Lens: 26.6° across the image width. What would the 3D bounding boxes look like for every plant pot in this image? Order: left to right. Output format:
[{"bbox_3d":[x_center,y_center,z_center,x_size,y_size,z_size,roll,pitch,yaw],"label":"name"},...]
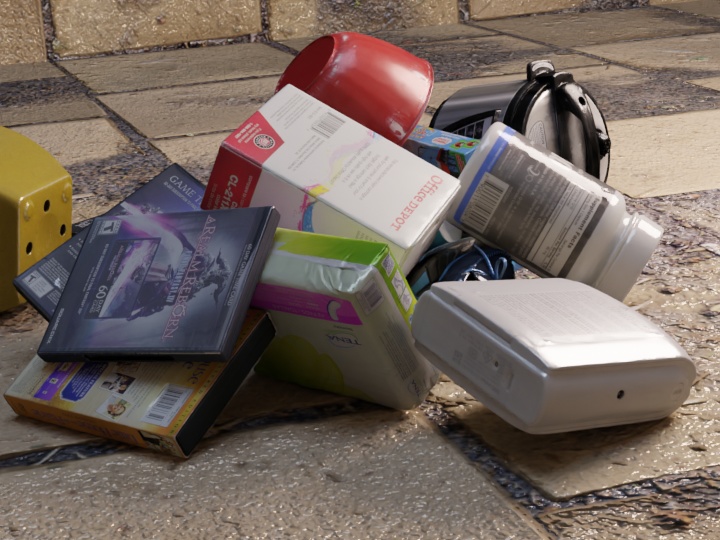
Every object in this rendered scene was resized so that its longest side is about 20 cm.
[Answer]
[{"bbox_3d":[-0.416,-0.051,1.609,0.199,0.197,0.194,9,19,16],"label":"plant pot"}]

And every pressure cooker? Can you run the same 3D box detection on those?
[{"bbox_3d":[0.195,-0.139,1.772,0.199,0.176,0.179,1,54,47],"label":"pressure cooker"}]

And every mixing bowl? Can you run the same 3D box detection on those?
[{"bbox_3d":[-0.025,-0.192,1.702,0.200,0.108,0.201,-36,30,25],"label":"mixing bowl"}]

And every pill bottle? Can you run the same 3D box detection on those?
[{"bbox_3d":[0.192,-0.051,1.512,0.199,0.114,0.114,31,22,5],"label":"pill bottle"}]

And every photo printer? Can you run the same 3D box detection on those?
[{"bbox_3d":[0.164,0.065,1.244,0.199,0.070,0.166,-2,26,-40],"label":"photo printer"}]

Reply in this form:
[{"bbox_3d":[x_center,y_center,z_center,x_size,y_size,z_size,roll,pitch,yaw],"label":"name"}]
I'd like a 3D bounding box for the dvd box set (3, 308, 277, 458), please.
[{"bbox_3d":[-0.187,0.079,1.292,0.199,0.030,0.147,8,48,34],"label":"dvd box set"}]

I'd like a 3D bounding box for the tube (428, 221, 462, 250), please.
[{"bbox_3d":[0.017,-0.030,1.665,0.199,0.051,0.077,-16,1,35],"label":"tube"}]

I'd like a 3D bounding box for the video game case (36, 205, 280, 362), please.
[{"bbox_3d":[-0.172,0.012,1.286,0.199,0.019,0.144,-3,55,33],"label":"video game case"}]

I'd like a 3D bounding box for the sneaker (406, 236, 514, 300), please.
[{"bbox_3d":[0.086,0.013,1.539,0.081,0.074,0.200,-11,4,30],"label":"sneaker"}]

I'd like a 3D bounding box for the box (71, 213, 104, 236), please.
[{"bbox_3d":[-0.231,-0.043,1.793,0.159,0.044,0.200,9,20,34],"label":"box"}]

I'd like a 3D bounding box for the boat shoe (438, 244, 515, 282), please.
[{"bbox_3d":[0.106,0.038,1.422,0.068,0.085,0.200,-14,21,36],"label":"boat shoe"}]

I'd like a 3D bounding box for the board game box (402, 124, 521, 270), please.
[{"bbox_3d":[0.091,-0.084,1.691,0.036,0.152,0.200,-30,26,-21],"label":"board game box"}]

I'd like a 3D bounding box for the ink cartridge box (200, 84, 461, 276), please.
[{"bbox_3d":[-0.026,-0.070,1.430,0.199,0.083,0.146,30,37,8],"label":"ink cartridge box"}]

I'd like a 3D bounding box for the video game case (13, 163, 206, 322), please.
[{"bbox_3d":[-0.211,-0.008,1.442,0.200,0.019,0.143,-38,52,-19],"label":"video game case"}]

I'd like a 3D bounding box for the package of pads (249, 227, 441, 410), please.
[{"bbox_3d":[-0.037,0.038,1.304,0.199,0.155,0.068,10,52,39],"label":"package of pads"}]
